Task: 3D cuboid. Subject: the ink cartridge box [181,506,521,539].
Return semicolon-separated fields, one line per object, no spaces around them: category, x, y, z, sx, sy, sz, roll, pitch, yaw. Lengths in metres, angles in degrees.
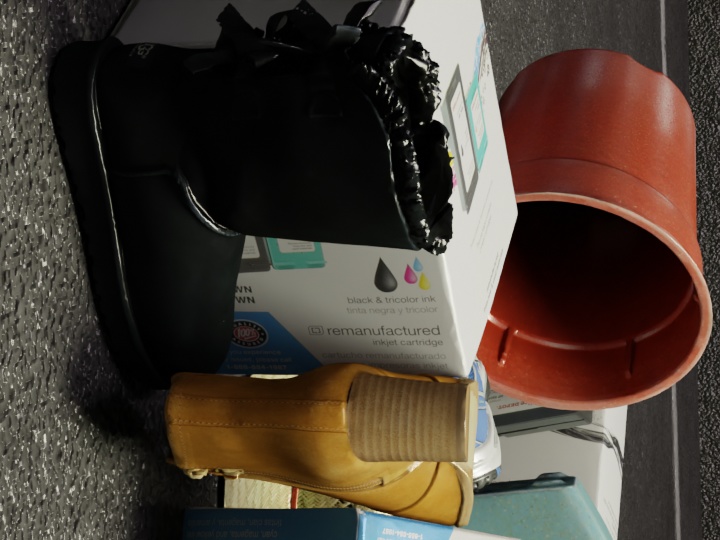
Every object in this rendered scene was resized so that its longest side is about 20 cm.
ink cartridge box;-0.012;0.223;0.899;0.129;0.125;0.200;19;72;-45

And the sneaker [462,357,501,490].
sneaker;0.045;0.062;1.165;0.200;0.076;0.077;-117;-169;-64

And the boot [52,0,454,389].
boot;-0.038;-0.026;0.819;0.073;0.162;0.198;-65;150;-52

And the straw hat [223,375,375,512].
straw hat;-0.004;0.131;1.058;0.201;0.085;0.201;-1;90;-73

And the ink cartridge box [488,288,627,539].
ink cartridge box;0.119;0.119;1.360;0.084;0.145;0.200;62;32;-57

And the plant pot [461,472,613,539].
plant pot;0.089;0.233;1.161;0.196;0.196;0.200;19;65;-82

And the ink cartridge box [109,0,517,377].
ink cartridge box;-0.016;-0.068;0.921;0.146;0.147;0.200;-69;152;-49

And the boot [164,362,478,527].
boot;-0.017;0.079;0.881;0.201;0.144;0.071;68;25;-74

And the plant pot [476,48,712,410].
plant pot;0.154;-0.041;1.292;0.195;0.201;0.201;-72;155;-45
